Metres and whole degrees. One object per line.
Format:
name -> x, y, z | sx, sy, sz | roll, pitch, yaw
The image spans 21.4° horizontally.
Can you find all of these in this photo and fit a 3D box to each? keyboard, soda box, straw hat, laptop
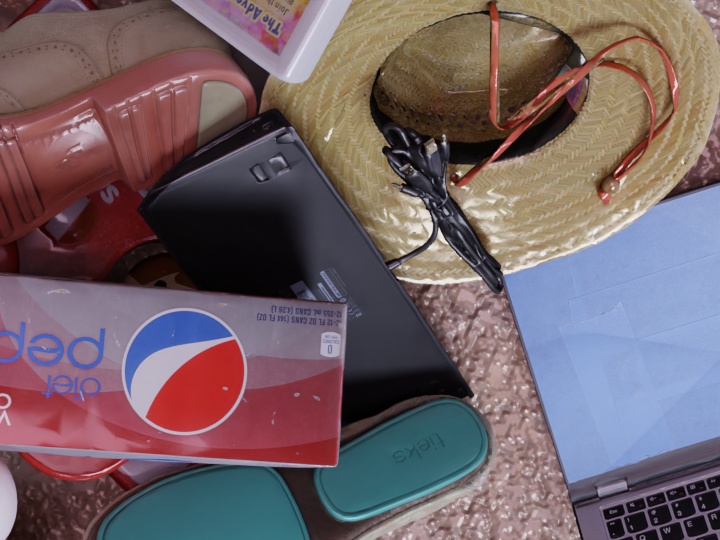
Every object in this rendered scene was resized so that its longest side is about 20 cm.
keyboard -> 0.000, 0.000, 0.832 | 0.126, 0.021, 0.200 | -25, 135, 10
soda box -> -0.108, 0.040, 0.768 | 0.198, 0.063, 0.071 | 5, 85, -11
straw hat -> 0.049, -0.090, 0.831 | 0.199, 0.085, 0.202 | -6, 135, -6
laptop -> 0.179, 0.073, 0.842 | 0.186, 0.201, 0.116 | -18, 139, 6

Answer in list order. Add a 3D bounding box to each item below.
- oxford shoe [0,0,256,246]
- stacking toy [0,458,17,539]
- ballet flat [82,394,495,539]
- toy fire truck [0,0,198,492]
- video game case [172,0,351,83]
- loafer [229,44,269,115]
oxford shoe -> -0.146, -0.061, 0.781 | 0.199, 0.074, 0.071 | -15, 141, -12
stacking toy -> -0.191, 0.154, 0.832 | 0.145, 0.146, 0.201 | 17, 124, 0
ballet flat -> -0.029, 0.112, 0.853 | 0.199, 0.062, 0.068 | -15, 69, -21
toy fire truck -> -0.120, -0.006, 0.857 | 0.200, 0.112, 0.168 | 45, 80, -6
video game case -> -0.055, -0.204, 0.750 | 0.200, 0.024, 0.183 | 37, 108, 20
loafer -> -0.046, -0.129, 0.826 | 0.069, 0.070, 0.202 | 3, 93, -21
